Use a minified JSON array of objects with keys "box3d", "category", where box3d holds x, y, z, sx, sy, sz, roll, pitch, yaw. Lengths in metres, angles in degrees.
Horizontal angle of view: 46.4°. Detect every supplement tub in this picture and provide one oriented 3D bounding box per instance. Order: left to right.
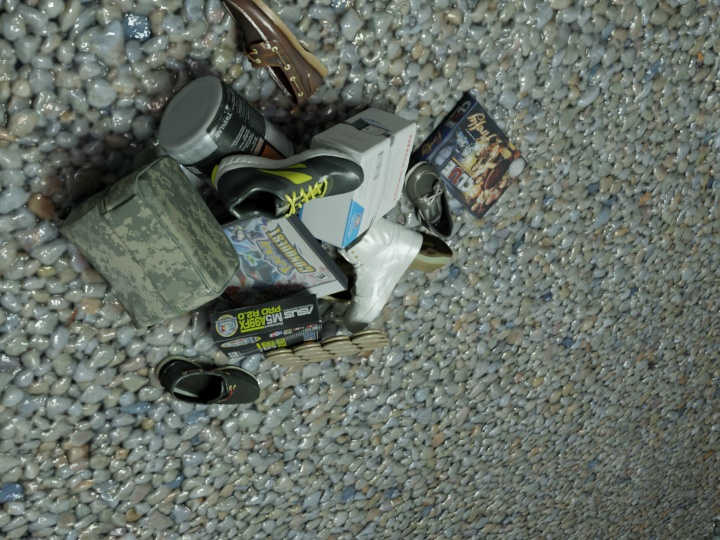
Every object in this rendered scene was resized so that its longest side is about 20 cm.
[{"box3d":[-0.167,-0.161,1.149,0.123,0.123,0.200,-47,135,4],"category":"supplement tub"}]

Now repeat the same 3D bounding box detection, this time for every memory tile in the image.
[{"box3d":[-0.055,0.131,1.414,0.199,0.017,0.153,-13,166,7],"category":"memory tile"}]

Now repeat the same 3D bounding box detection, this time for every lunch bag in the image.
[{"box3d":[-0.284,-0.031,1.110,0.167,0.140,0.201,-28,107,19],"category":"lunch bag"}]

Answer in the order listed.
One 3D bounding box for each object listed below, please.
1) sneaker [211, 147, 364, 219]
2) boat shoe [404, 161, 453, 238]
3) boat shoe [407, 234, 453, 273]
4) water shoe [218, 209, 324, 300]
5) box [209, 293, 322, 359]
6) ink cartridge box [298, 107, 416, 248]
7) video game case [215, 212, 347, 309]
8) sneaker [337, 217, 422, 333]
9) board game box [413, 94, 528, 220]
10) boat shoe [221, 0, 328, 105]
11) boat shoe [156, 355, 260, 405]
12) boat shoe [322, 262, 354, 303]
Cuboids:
[{"box3d":[-0.089,-0.101,1.085,0.198,0.085,0.075,-6,139,-12],"category":"sneaker"},{"box3d":[0.122,-0.114,1.392,0.067,0.057,0.200,-45,156,-7],"category":"boat shoe"},{"box3d":[0.076,-0.025,1.463,0.199,0.072,0.076,14,124,-41],"category":"boat shoe"},{"box3d":[-0.143,-0.019,1.299,0.200,0.079,0.072,-42,135,-1],"category":"water shoe"},{"box3d":[-0.140,0.090,1.297,0.159,0.045,0.200,-12,168,-6],"category":"box"},{"box3d":[-0.003,-0.142,1.240,0.200,0.085,0.147,-44,151,-57],"category":"ink cartridge box"},{"box3d":[-0.142,-0.012,1.223,0.180,0.026,0.200,-17,137,22],"category":"video game case"},{"box3d":[0.000,0.000,1.356,0.115,0.074,0.201,26,105,-22],"category":"sneaker"},{"box3d":[0.194,-0.190,1.445,0.136,0.035,0.200,-49,135,5],"category":"board game box"},{"box3d":[-0.119,-0.296,1.121,0.070,0.070,0.200,-50,135,0],"category":"boat shoe"},{"box3d":[-0.244,0.196,1.399,0.201,0.063,0.074,23,105,-44],"category":"boat shoe"},{"box3d":[-0.025,0.027,1.427,0.199,0.063,0.074,6,117,-38],"category":"boat shoe"}]
